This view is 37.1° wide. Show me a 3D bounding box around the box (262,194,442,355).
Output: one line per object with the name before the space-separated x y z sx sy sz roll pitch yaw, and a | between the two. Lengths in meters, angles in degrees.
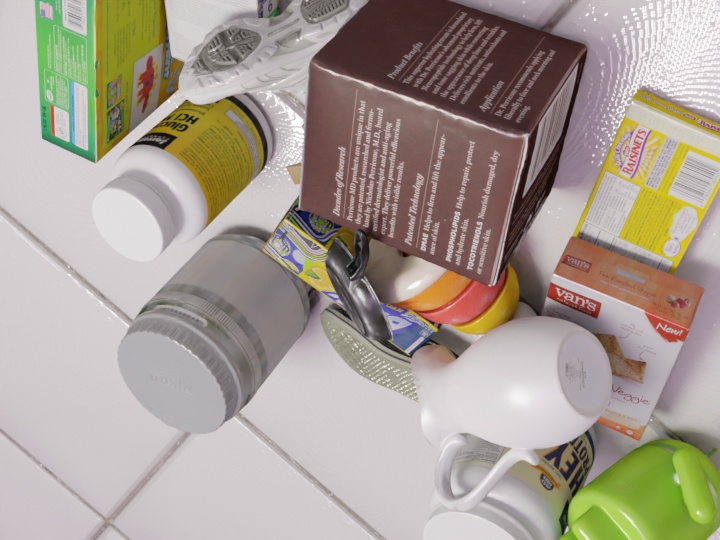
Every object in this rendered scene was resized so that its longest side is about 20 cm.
box | 0.000 0.000 1.144 0.199 0.065 0.070 35 141 -7

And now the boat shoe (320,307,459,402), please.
boat shoe | 0.035 0.090 1.228 0.199 0.062 0.075 25 141 35

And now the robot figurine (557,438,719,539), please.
robot figurine | 0.292 0.248 1.098 0.116 0.199 0.176 48 142 23

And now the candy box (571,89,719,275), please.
candy box | 0.262 -0.060 0.984 0.102 0.026 0.201 28 135 13

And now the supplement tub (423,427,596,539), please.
supplement tub | 0.161 0.233 1.159 0.144 0.200 0.146 17 132 20

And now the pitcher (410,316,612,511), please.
pitcher | 0.140 0.138 1.028 0.120 0.174 0.199 11 160 -38

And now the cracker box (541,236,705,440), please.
cracker box | 0.243 0.071 1.057 0.133 0.058 0.201 23 143 16

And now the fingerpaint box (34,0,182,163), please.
fingerpaint box | -0.244 -0.239 1.065 0.073 0.167 0.201 24 135 11

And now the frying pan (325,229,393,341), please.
frying pan | 0.003 0.022 1.013 0.116 0.031 0.190 61 172 -4

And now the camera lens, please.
camera lens | -0.163 0.067 1.233 0.159 0.200 0.161 17 132 20

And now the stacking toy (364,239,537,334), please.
stacking toy | 0.111 0.017 1.096 0.145 0.147 0.200 -21 129 41

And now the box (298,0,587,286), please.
box | 0.071 -0.125 0.954 0.198 0.166 0.165 22 135 16

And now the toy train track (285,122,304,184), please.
toy train track | -0.005 -0.081 1.137 0.114 0.033 0.201 -3 130 34

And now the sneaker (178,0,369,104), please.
sneaker | -0.072 -0.192 1.010 0.198 0.078 0.100 -20 143 8

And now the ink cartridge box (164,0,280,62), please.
ink cartridge box | -0.133 -0.279 1.027 0.108 0.051 0.201 22 141 15

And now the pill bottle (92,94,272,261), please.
pill bottle | -0.184 -0.100 1.114 0.111 0.200 0.113 17 132 20
